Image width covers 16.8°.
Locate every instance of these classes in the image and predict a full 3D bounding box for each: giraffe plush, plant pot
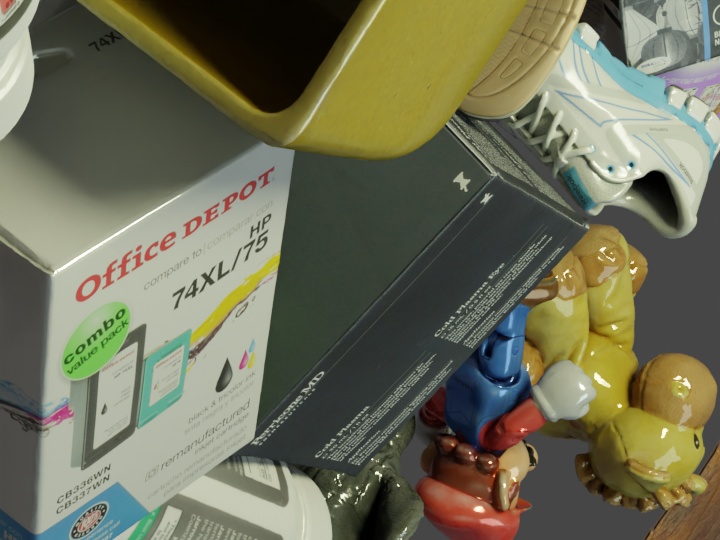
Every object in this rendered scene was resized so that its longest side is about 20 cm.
[{"bbox_3d":[0.174,0.089,1.689,0.172,0.162,0.201,-24,142,-47],"label":"giraffe plush"},{"bbox_3d":[-0.008,-0.163,1.012,0.195,0.195,0.200,-56,156,7],"label":"plant pot"}]

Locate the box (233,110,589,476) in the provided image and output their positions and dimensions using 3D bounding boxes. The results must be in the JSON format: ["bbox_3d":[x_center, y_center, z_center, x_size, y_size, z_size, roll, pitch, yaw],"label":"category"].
[{"bbox_3d":[0.000,0.000,1.296,0.200,0.104,0.182,-47,161,8],"label":"box"}]

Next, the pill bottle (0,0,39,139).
[{"bbox_3d":[-0.172,-0.131,0.855,0.116,0.116,0.201,-40,152,-25],"label":"pill bottle"}]

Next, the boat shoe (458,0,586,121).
[{"bbox_3d":[0.091,-0.165,1.279,0.065,0.071,0.202,70,33,-70],"label":"boat shoe"}]

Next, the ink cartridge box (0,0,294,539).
[{"bbox_3d":[-0.134,0.001,1.056,0.146,0.146,0.201,-34,149,-36],"label":"ink cartridge box"}]

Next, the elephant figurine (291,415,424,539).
[{"bbox_3d":[-0.024,0.151,1.499,0.141,0.155,0.201,36,79,-33],"label":"elephant figurine"}]

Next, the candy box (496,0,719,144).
[{"bbox_3d":[0.192,-0.163,1.506,0.167,0.071,0.201,-11,133,-55],"label":"candy box"}]

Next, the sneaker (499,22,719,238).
[{"bbox_3d":[0.120,-0.081,1.364,0.075,0.199,0.087,-39,-147,49],"label":"sneaker"}]

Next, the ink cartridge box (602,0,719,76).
[{"bbox_3d":[0.180,-0.208,1.357,0.099,0.039,0.201,-17,126,-8],"label":"ink cartridge box"}]

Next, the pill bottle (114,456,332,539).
[{"bbox_3d":[-0.103,0.124,1.275,0.113,0.113,0.200,-54,145,3],"label":"pill bottle"}]

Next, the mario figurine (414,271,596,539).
[{"bbox_3d":[0.090,0.085,1.569,0.124,0.105,0.202,-98,-168,-70],"label":"mario figurine"}]
